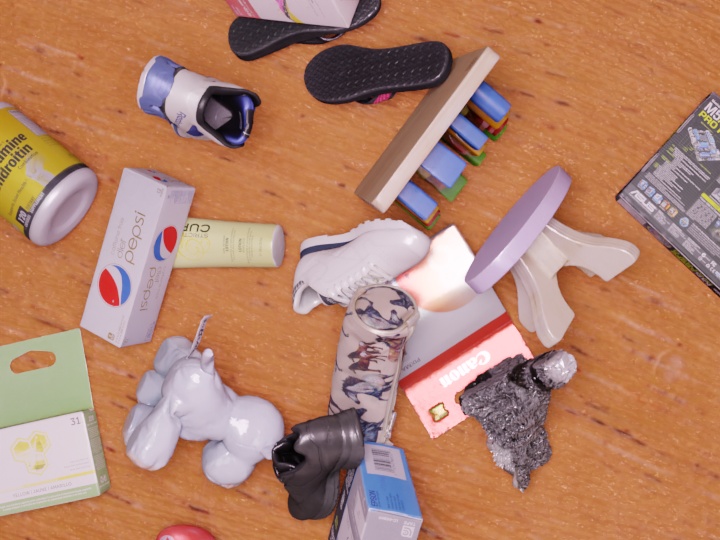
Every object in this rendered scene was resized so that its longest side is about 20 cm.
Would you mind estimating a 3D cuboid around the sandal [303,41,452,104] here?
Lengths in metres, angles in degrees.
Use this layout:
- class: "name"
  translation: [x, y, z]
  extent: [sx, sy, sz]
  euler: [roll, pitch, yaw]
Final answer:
- class: "sandal"
  translation: [0.021, -0.226, 1.208]
  extent: [0.197, 0.045, 0.076]
  euler: [2, 73, 29]

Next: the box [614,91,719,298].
- class: "box"
  translation: [0.418, -0.075, 1.175]
  extent: [0.200, 0.044, 0.161]
  euler: [43, 93, 6]

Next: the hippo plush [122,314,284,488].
- class: "hippo plush"
  translation: [-0.168, 0.161, 1.208]
  extent: [0.160, 0.160, 0.201]
  euler: [30, 109, -23]

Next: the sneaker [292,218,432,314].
- class: "sneaker"
  translation: [0.000, 0.000, 1.161]
  extent: [0.076, 0.198, 0.081]
  euler: [37, 55, -30]

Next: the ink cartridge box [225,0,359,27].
- class: "ink cartridge box"
  translation: [-0.056, -0.351, 1.187]
  extent: [0.197, 0.068, 0.118]
  euler: [13, 73, 25]

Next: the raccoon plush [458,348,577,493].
- class: "raccoon plush"
  translation: [0.189, 0.172, 1.127]
  extent: [0.096, 0.200, 0.135]
  euler: [-33, 93, -18]

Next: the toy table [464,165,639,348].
- class: "toy table"
  translation: [0.209, -0.015, 1.141]
  extent: [0.117, 0.184, 0.200]
  euler: [43, 60, -3]

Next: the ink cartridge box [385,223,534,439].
- class: "ink cartridge box"
  translation: [0.095, 0.073, 1.206]
  extent: [0.161, 0.050, 0.202]
  euler: [-32, 82, 5]

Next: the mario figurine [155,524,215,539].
- class: "mario figurine"
  translation: [-0.189, 0.395, 1.196]
  extent: [0.122, 0.106, 0.203]
  euler: [-25, 94, -29]

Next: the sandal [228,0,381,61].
- class: "sandal"
  translation: [-0.064, -0.302, 1.240]
  extent: [0.197, 0.048, 0.077]
  euler: [-11, 72, 20]

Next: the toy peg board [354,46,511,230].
- class: "toy peg board"
  translation: [0.098, -0.132, 1.148]
  extent: [0.097, 0.199, 0.201]
  euler: [36, 92, -9]

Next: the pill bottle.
- class: "pill bottle"
  translation: [-0.424, -0.131, 1.241]
  extent: [0.199, 0.112, 0.113]
  euler: [38, 92, 6]

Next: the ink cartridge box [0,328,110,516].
- class: "ink cartridge box"
  translation: [-0.397, 0.186, 1.261]
  extent: [0.143, 0.048, 0.203]
  euler: [-12, 89, 7]

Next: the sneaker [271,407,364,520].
- class: "sneaker"
  translation: [-0.062, 0.218, 1.150]
  extent: [0.089, 0.201, 0.077]
  euler: [-1, 49, -21]

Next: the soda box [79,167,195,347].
- class: "soda box"
  translation: [-0.265, -0.016, 1.219]
  extent: [0.067, 0.063, 0.203]
  euler: [23, 102, 21]

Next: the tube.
- class: "tube"
  translation: [-0.191, -0.032, 1.244]
  extent: [0.196, 0.052, 0.059]
  euler: [3, 51, 14]

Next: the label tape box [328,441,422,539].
- class: "label tape box"
  translation: [0.004, 0.313, 1.132]
  extent: [0.065, 0.144, 0.203]
  euler: [14, 108, -11]

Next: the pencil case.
- class: "pencil case"
  translation: [0.014, 0.110, 1.152]
  extent: [0.088, 0.078, 0.202]
  euler: [23, 129, 16]

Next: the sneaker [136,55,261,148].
- class: "sneaker"
  translation: [-0.162, -0.175, 1.168]
  extent: [0.114, 0.199, 0.082]
  euler: [25, 95, 14]
